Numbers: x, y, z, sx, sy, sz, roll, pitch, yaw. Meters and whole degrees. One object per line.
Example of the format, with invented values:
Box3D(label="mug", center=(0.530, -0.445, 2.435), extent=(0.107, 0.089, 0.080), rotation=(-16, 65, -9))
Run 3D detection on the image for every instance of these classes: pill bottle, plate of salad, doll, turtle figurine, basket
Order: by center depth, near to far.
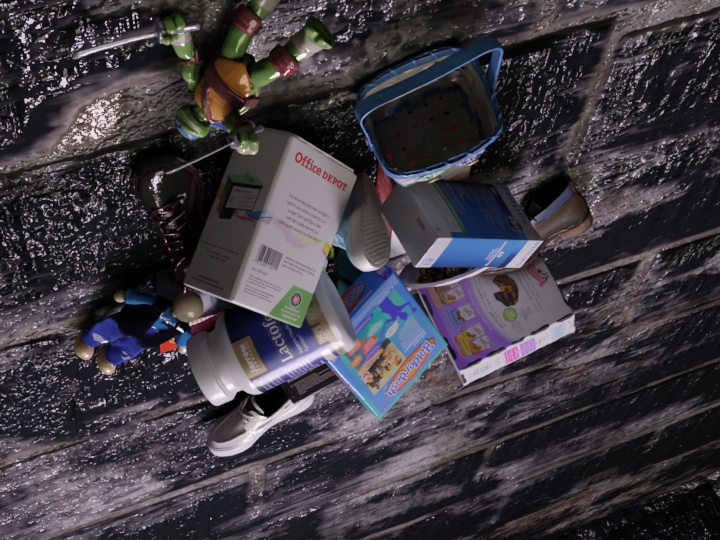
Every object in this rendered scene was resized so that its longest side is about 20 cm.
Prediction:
Box3D(label="turtle figurine", center=(-0.133, -0.195, 1.121), extent=(0.194, 0.145, 0.199), rotation=(-41, 152, 19))
Box3D(label="basket", center=(0.083, -0.186, 1.308), extent=(0.175, 0.140, 0.200), rotation=(-25, 161, 0))
Box3D(label="pill bottle", center=(-0.115, 0.088, 1.449), extent=(0.198, 0.117, 0.116), rotation=(-26, 151, 6))
Box3D(label="doll", center=(-0.276, 0.074, 1.475), extent=(0.199, 0.049, 0.136), rotation=(-27, 129, 31))
Box3D(label="plate of salad", center=(0.141, -0.032, 1.619), extent=(0.198, 0.048, 0.200), rotation=(-22, -164, 7))

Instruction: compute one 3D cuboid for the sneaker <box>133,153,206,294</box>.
Box3D(label="sneaker", center=(-0.204, -0.042, 1.331), extent=(0.075, 0.116, 0.201), rotation=(-19, 151, -2))

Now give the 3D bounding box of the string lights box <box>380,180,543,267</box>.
Box3D(label="string lights box", center=(0.133, -0.060, 1.465), extent=(0.198, 0.103, 0.059), rotation=(1, 139, -41))

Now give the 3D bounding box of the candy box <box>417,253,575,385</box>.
Box3D(label="candy box", center=(0.211, 0.057, 1.779), extent=(0.198, 0.169, 0.072), rotation=(-26, 152, 0))

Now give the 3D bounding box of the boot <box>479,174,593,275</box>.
Box3D(label="boot", center=(0.250, -0.072, 1.726), extent=(0.198, 0.075, 0.097), rotation=(-28, 134, 2))

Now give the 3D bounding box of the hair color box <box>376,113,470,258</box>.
Box3D(label="hair color box", center=(0.081, -0.110, 1.512), extent=(0.110, 0.064, 0.201), rotation=(-20, 152, -14))

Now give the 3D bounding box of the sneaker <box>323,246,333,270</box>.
Box3D(label="sneaker", center=(-0.102, -0.058, 1.466), extent=(0.200, 0.071, 0.083), rotation=(44, 64, -47))

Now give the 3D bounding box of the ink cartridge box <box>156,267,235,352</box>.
Box3D(label="ink cartridge box", center=(-0.199, 0.054, 1.567), extent=(0.158, 0.048, 0.201), rotation=(-16, 147, -19))

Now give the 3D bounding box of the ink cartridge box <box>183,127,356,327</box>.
Box3D(label="ink cartridge box", center=(-0.103, -0.051, 1.334), extent=(0.144, 0.083, 0.202), rotation=(26, 83, -56))

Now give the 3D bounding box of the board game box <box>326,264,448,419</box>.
Box3D(label="board game box", center=(0.025, 0.100, 1.598), extent=(0.152, 0.045, 0.200), rotation=(-46, 136, -9))

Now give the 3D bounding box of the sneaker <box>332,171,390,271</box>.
Box3D(label="sneaker", center=(-0.013, -0.047, 1.420), extent=(0.081, 0.201, 0.074), rotation=(-29, 114, 15))

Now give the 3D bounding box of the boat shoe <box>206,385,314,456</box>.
Box3D(label="boat shoe", center=(-0.169, 0.232, 1.860), extent=(0.198, 0.072, 0.066), rotation=(-27, 147, -1))

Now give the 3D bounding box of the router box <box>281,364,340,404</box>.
Box3D(label="router box", center=(-0.029, 0.132, 1.740), extent=(0.199, 0.063, 0.150), rotation=(-29, 176, -4))

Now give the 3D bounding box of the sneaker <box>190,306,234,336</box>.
Box3D(label="sneaker", center=(-0.147, 0.072, 1.533), extent=(0.198, 0.080, 0.095), rotation=(-24, 152, 7))

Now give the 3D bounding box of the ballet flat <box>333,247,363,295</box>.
Box3D(label="ballet flat", center=(0.000, 0.000, 1.639), extent=(0.064, 0.075, 0.201), rotation=(-48, 166, -27))
